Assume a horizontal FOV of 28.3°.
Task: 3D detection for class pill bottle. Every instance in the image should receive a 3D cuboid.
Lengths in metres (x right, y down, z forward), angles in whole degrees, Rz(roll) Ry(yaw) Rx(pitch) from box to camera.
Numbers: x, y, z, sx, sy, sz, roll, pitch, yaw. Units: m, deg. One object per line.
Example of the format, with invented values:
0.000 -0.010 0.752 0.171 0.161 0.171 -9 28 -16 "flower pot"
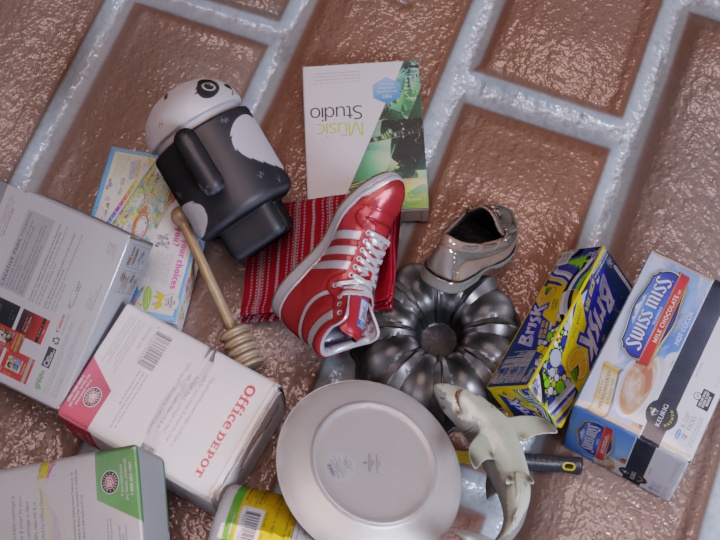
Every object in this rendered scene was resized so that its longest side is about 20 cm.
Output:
-0.051 0.293 1.447 0.197 0.111 0.112 13 67 7 "pill bottle"

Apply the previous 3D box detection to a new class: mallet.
0.138 0.191 1.518 0.197 0.041 0.067 -3 97 -3 "mallet"

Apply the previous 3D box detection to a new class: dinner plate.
0.012 0.196 1.438 0.197 0.024 0.203 9 56 -13 "dinner plate"

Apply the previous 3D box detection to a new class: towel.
-0.044 -0.018 1.588 0.197 0.022 0.147 -7 65 27 "towel"

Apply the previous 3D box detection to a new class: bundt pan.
0.085 0.073 1.560 0.198 0.076 0.205 -1 65 2 "bundt pan"

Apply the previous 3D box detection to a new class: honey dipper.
-0.163 0.018 1.593 0.038 0.038 0.202 -23 78 -8 "honey dipper"

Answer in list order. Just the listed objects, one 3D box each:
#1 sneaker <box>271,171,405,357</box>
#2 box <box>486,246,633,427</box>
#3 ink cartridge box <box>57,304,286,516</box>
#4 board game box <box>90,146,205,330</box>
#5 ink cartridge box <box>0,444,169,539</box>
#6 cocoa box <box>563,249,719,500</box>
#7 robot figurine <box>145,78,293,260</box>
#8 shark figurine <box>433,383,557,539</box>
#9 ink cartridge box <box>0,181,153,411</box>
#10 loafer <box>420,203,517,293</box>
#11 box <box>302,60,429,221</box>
0.000 0.000 1.496 0.201 0.071 0.113 -52 49 9 "sneaker"
0.216 0.070 1.531 0.064 0.070 0.201 -6 42 49 "box"
-0.197 0.151 1.529 0.198 0.085 0.147 26 70 15 "ink cartridge box"
-0.247 -0.037 1.642 0.132 0.034 0.203 10 67 7 "board game box"
-0.295 0.267 1.424 0.197 0.088 0.148 -11 72 10 "ink cartridge box"
0.315 0.110 1.503 0.130 0.134 0.201 26 69 14 "cocoa box"
-0.153 -0.115 1.582 0.124 0.150 0.202 -30 88 -27 "robot figurine"
0.135 0.223 1.444 0.126 0.090 0.217 8 50 -15 "shark figurine"
-0.348 0.025 1.556 0.174 0.084 0.202 23 90 11 "ink cartridge box"
0.130 -0.038 1.558 0.071 0.064 0.200 25 31 16 "loafer"
0.005 -0.151 1.683 0.142 0.036 0.203 -4 68 0 "box"
